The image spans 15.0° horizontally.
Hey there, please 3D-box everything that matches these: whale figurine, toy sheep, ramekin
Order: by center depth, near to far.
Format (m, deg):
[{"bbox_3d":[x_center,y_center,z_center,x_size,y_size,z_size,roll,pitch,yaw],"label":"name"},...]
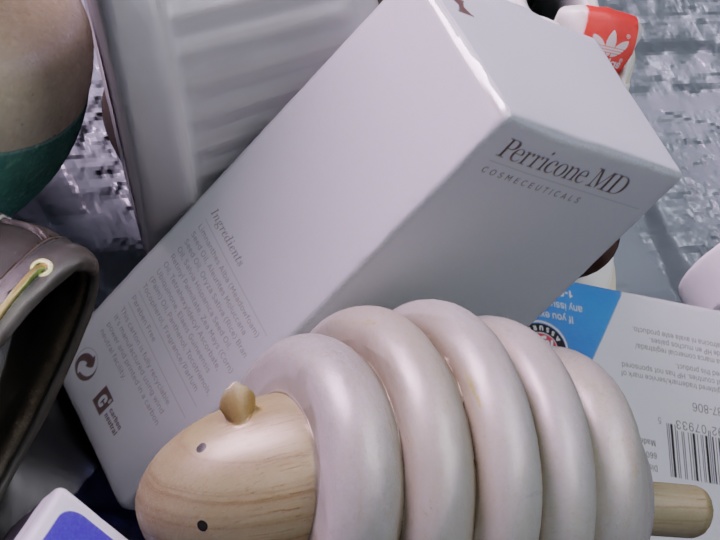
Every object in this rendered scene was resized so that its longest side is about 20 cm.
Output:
[{"bbox_3d":[0.023,0.073,0.868,0.200,0.138,0.138,-1,58,-28],"label":"toy sheep"},{"bbox_3d":[-0.053,-0.108,0.982,0.094,0.203,0.203,-13,61,-7],"label":"ramekin"},{"bbox_3d":[-0.180,-0.084,0.998,0.159,0.104,0.200,-6,38,-32],"label":"whale figurine"}]

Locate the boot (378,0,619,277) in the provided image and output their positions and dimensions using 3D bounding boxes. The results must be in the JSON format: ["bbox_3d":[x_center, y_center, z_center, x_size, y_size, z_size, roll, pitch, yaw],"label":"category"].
[{"bbox_3d":[0.020,-0.085,1.075,0.186,0.064,0.200,39,0,22],"label":"boot"}]

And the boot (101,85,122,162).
[{"bbox_3d":[-0.016,-0.026,1.110,0.200,0.074,0.075,32,10,-6],"label":"boot"}]

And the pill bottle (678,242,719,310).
[{"bbox_3d":[0.218,0.074,1.171,0.112,0.112,0.200,-6,61,-43],"label":"pill bottle"}]

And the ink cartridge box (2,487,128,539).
[{"bbox_3d":[-0.062,0.193,0.782,0.200,0.047,0.198,41,43,-8],"label":"ink cartridge box"}]

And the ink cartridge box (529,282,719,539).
[{"bbox_3d":[0.077,0.112,1.010,0.144,0.084,0.201,11,66,-32],"label":"ink cartridge box"}]

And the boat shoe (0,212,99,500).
[{"bbox_3d":[-0.143,0.074,0.841,0.202,0.060,0.072,-69,154,-14],"label":"boat shoe"}]

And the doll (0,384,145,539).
[{"bbox_3d":[-0.113,0.082,0.934,0.200,0.048,0.137,41,37,-5],"label":"doll"}]

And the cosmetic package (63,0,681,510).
[{"bbox_3d":[0.000,0.000,0.932,0.101,0.200,0.071,14,38,-48],"label":"cosmetic package"}]

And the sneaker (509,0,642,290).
[{"bbox_3d":[0.083,-0.066,1.187,0.070,0.093,0.200,15,49,-30],"label":"sneaker"}]
